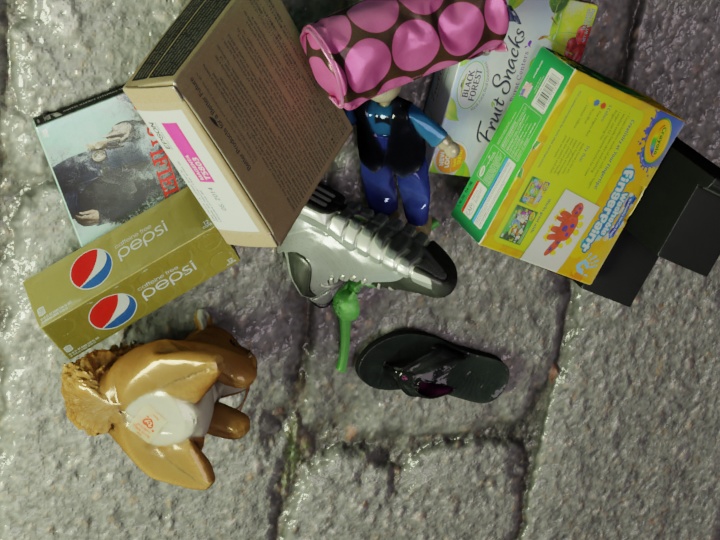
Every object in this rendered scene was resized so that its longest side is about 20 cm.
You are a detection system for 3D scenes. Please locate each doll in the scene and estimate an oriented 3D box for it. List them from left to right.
[{"bbox_3d":[0.036,-0.124,1.438,0.049,0.135,0.202,-58,148,-41],"label":"doll"}]

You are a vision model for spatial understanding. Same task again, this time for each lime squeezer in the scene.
[{"bbox_3d":[0.013,0.023,1.545,0.070,0.038,0.201,25,103,-31],"label":"lime squeezer"}]

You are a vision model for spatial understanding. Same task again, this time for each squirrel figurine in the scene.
[{"bbox_3d":[-0.197,0.107,1.434,0.197,0.187,0.144,4,112,12],"label":"squirrel figurine"}]

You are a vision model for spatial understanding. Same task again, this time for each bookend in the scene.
[{"bbox_3d":[0.311,-0.038,1.543,0.091,0.200,0.201,19,107,-29],"label":"bookend"}]

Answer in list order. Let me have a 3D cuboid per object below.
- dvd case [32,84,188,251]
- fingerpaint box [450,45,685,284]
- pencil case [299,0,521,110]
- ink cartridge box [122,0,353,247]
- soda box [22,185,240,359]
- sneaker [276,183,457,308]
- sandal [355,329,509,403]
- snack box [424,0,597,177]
[{"bbox_3d":[-0.201,-0.116,1.391,0.198,0.022,0.148,-23,122,-13],"label":"dvd case"},{"bbox_3d":[0.214,-0.106,1.482,0.165,0.073,0.202,17,109,-33],"label":"fingerpaint box"},{"bbox_3d":[0.045,-0.218,1.338,0.198,0.091,0.095,-23,116,-15],"label":"pencil case"},{"bbox_3d":[-0.108,-0.150,1.331,0.166,0.074,0.201,-57,133,-32],"label":"ink cartridge box"},{"bbox_3d":[-0.223,0.000,1.399,0.198,0.064,0.068,-31,144,-1],"label":"soda box"},{"bbox_3d":[0.000,0.000,1.470,0.075,0.198,0.117,-37,154,-56],"label":"sneaker"},{"bbox_3d":[0.089,0.114,1.618,0.198,0.048,0.076,9,112,-27],"label":"sandal"},{"bbox_3d":[0.148,-0.195,1.479,0.140,0.053,0.203,5,114,-24],"label":"snack box"}]
